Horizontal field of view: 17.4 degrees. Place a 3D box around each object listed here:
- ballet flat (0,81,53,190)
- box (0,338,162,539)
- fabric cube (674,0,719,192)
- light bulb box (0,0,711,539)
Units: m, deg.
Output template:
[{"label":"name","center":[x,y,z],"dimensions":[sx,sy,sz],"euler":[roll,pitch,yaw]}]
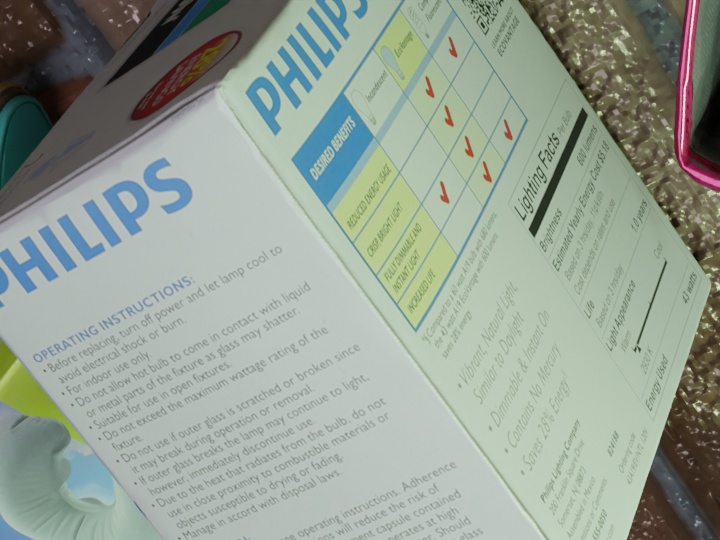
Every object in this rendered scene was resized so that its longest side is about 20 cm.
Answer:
[{"label":"ballet flat","center":[-0.144,0.018,0.929],"dimensions":[0.063,0.069,0.201],"euler":[7,124,24]},{"label":"box","center":[-0.124,0.089,0.911],"dimensions":[0.122,0.048,0.200],"euler":[29,109,-33]},{"label":"fabric cube","center":[0.199,-0.128,0.595],"dimensions":[0.195,0.199,0.201],"euler":[11,114,13]},{"label":"light bulb box","center":[0.000,0.000,0.777],"dimensions":[0.124,0.199,0.200],"euler":[-27,108,31]}]
